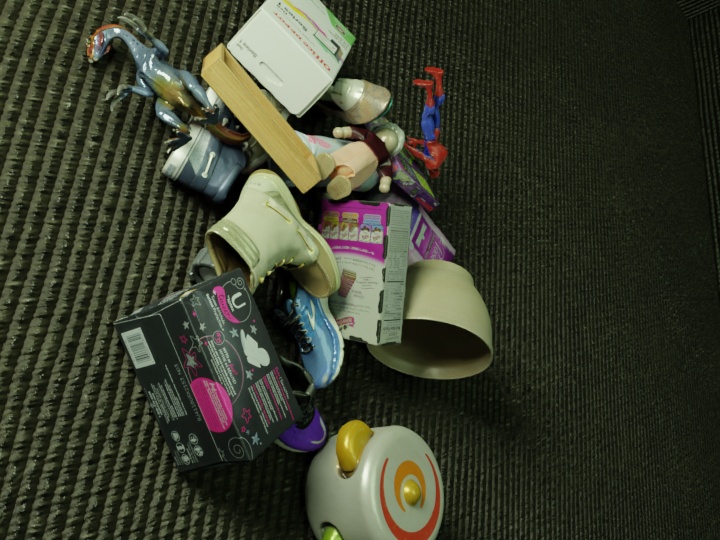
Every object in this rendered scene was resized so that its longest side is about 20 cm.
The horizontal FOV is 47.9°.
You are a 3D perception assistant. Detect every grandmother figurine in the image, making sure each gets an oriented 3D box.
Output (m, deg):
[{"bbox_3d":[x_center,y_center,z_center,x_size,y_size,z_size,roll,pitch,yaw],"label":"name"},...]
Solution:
[{"bbox_3d":[0.010,-0.171,1.222,0.122,0.060,0.200,59,40,-12],"label":"grandmother figurine"}]

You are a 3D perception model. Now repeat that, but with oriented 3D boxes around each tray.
[{"bbox_3d":[-0.130,-0.199,1.068,0.200,0.037,0.099,50,10,-25],"label":"tray"}]

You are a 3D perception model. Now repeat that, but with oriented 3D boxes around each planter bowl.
[{"bbox_3d":[0.117,0.069,1.292,0.200,0.199,0.136,37,51,-36],"label":"planter bowl"}]

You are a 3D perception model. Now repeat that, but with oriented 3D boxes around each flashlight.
[{"bbox_3d":[-0.161,-0.053,1.109,0.068,0.067,0.201,48,46,-24],"label":"flashlight"}]

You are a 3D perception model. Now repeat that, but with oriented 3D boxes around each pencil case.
[{"bbox_3d":[-0.053,-0.168,1.267,0.199,0.090,0.084,-2,101,-50],"label":"pencil case"}]

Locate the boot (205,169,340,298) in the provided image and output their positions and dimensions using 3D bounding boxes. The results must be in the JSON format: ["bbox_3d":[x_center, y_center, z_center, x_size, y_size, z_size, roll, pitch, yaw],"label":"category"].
[{"bbox_3d":[-0.111,-0.011,1.053,0.201,0.072,0.155,58,36,-24],"label":"boot"}]

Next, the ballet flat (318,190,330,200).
[{"bbox_3d":[-0.010,-0.039,1.292,0.064,0.067,0.200,-50,117,-13],"label":"ballet flat"}]

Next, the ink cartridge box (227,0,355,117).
[{"bbox_3d":[-0.098,-0.342,1.218,0.145,0.084,0.201,43,31,-17],"label":"ink cartridge box"}]

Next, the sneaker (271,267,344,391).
[{"bbox_3d":[-0.086,0.074,1.157,0.089,0.078,0.202,0,68,-43],"label":"sneaker"}]

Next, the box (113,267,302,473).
[{"bbox_3d":[-0.180,0.120,0.969,0.114,0.131,0.202,-31,101,-54],"label":"box"}]

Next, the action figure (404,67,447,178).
[{"bbox_3d":[0.099,-0.246,1.381,0.065,0.098,0.201,-49,143,-36],"label":"action figure"}]

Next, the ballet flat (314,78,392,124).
[{"bbox_3d":[-0.026,-0.269,1.268,0.067,0.199,0.069,30,83,-31],"label":"ballet flat"}]

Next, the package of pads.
[{"bbox_3d":[0.074,-0.054,1.387,0.200,0.075,0.121,50,46,-26],"label":"package of pads"}]

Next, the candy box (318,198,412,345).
[{"bbox_3d":[0.000,0.000,1.185,0.061,0.135,0.203,2,95,-49],"label":"candy box"}]

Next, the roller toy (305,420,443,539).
[{"bbox_3d":[0.026,0.313,1.141,0.181,0.139,0.202,9,70,-49],"label":"roller toy"}]

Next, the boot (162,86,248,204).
[{"bbox_3d":[-0.190,-0.186,1.107,0.090,0.073,0.202,31,61,-18],"label":"boot"}]

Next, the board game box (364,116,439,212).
[{"bbox_3d":[0.063,-0.197,1.387,0.120,0.032,0.201,41,20,-44],"label":"board game box"}]

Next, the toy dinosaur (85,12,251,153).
[{"bbox_3d":[-0.260,-0.233,1.025,0.182,0.105,0.200,52,9,23],"label":"toy dinosaur"}]

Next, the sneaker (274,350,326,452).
[{"bbox_3d":[-0.092,0.174,1.078,0.200,0.099,0.070,51,44,-30],"label":"sneaker"}]

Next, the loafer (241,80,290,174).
[{"bbox_3d":[-0.149,-0.219,1.186,0.070,0.075,0.201,41,39,-27],"label":"loafer"}]
